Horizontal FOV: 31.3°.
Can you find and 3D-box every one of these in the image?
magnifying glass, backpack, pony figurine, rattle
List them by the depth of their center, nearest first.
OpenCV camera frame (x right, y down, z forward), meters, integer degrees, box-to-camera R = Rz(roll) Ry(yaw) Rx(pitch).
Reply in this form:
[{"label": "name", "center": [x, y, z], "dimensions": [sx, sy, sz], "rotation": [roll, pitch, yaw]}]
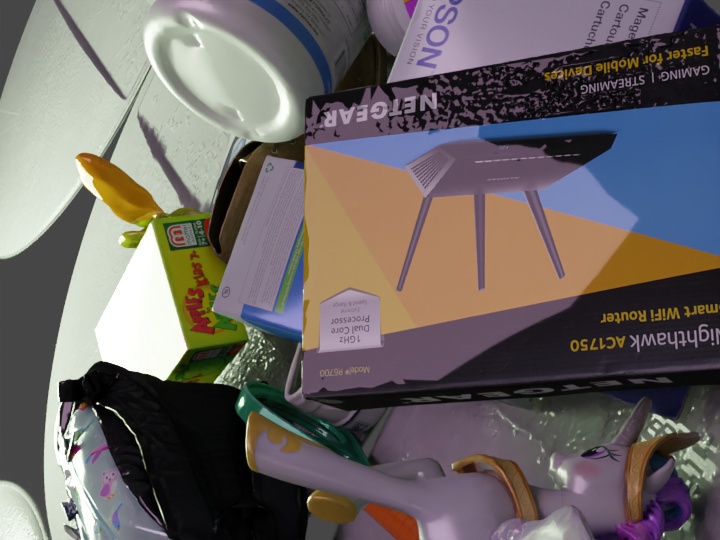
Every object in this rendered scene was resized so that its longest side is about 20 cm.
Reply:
[{"label": "pony figurine", "center": [0.050, 0.135, 0.528], "dimensions": [0.167, 0.200, 0.193], "rotation": [81, -172, -46]}, {"label": "magnifying glass", "center": [-0.010, 0.116, 0.767], "dimensions": [0.200, 0.080, 0.022], "rotation": [36, 99, 51]}, {"label": "backpack", "center": [-0.112, 0.156, 0.840], "dimensions": [0.200, 0.167, 0.127], "rotation": [52, 131, 55]}, {"label": "rattle", "center": [-0.211, 0.024, 1.107], "dimensions": [0.130, 0.143, 0.200], "rotation": [31, 91, 43]}]

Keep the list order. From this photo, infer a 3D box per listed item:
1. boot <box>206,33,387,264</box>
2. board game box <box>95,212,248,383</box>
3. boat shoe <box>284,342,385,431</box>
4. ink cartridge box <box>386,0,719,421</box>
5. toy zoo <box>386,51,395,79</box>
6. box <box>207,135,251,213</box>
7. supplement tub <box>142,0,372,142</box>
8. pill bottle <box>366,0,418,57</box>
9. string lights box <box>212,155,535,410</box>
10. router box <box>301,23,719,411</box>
[{"label": "boot", "center": [-0.042, -0.087, 0.910], "dimensions": [0.074, 0.075, 0.200], "rotation": [8, 74, 66]}, {"label": "board game box", "center": [-0.149, 0.048, 0.977], "dimensions": [0.200, 0.048, 0.102], "rotation": [-48, 56, 56]}, {"label": "boat shoe", "center": [0.000, 0.000, 0.827], "dimensions": [0.072, 0.066, 0.200], "rotation": [1, 71, 61]}, {"label": "ink cartridge box", "center": [0.093, -0.051, 0.634], "dimensions": [0.200, 0.043, 0.197], "rotation": [18, 84, 33]}, {"label": "toy zoo", "center": [0.000, -0.100, 0.947], "dimensions": [0.131, 0.020, 0.200], "rotation": [6, 75, 61]}, {"label": "box", "center": [-0.083, -0.089, 1.042], "dimensions": [0.119, 0.041, 0.200], "rotation": [156, 129, -67]}, {"label": "supplement tub", "center": [-0.046, -0.199, 0.876], "dimensions": [0.132, 0.132, 0.200], "rotation": [-18, 37, 55]}, {"label": "pill bottle", "center": [0.086, -0.180, 0.769], "dimensions": [0.200, 0.104, 0.104], "rotation": [-9, 62, 58]}, {"label": "string lights box", "center": [0.017, 0.003, 0.731], "dimensions": [0.200, 0.059, 0.103], "rotation": [14, 82, 39]}, {"label": "router box", "center": [0.072, -0.018, 0.581], "dimensions": [0.200, 0.051, 0.149], "rotation": [-7, 74, 24]}]
